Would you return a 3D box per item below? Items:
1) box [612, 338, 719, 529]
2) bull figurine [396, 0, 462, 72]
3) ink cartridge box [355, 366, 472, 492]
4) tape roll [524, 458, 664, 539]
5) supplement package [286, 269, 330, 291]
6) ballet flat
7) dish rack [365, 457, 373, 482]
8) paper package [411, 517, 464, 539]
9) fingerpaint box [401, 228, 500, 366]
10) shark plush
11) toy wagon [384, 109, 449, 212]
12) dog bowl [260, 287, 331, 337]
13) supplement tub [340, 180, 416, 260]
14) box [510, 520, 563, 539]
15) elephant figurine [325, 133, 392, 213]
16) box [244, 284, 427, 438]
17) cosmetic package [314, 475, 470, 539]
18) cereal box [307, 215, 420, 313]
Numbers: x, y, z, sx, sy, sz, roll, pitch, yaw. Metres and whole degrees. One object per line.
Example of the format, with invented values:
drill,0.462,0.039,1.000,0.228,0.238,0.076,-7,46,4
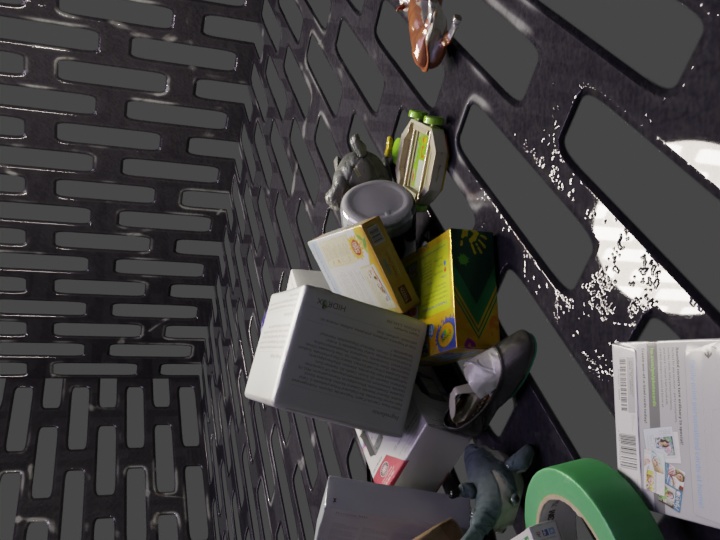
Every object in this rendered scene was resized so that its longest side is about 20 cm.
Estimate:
box,0.298,0.136,0.626,0.200,0.041,0.156,158,112,-70
bull figurine,0.109,-0.420,1.193,0.121,0.065,0.200,119,147,-57
ink cartridge box,0.070,0.239,1.124,0.148,0.085,0.200,-63,25,17
tape roll,0.230,0.289,0.718,0.200,0.048,0.201,170,90,-76
supplement package,-0.108,0.113,1.639,0.121,0.119,0.200,-114,33,-53
ballet flat,0.161,0.154,0.960,0.068,0.068,0.200,-105,27,-46
dish rack,0.068,0.376,1.208,0.200,0.054,0.154,144,125,-64
paper package,0.103,0.458,0.947,0.200,0.103,0.191,58,146,26
fingerpaint box,0.123,0.047,1.075,0.200,0.073,0.167,144,128,-66
shark plush,0.143,0.277,0.868,0.200,0.083,0.091,-52,-25,-53
toy wagon,0.093,-0.193,1.249,0.200,0.039,0.156,-130,47,-63
dog bowl,-0.103,0.137,1.507,0.079,0.200,0.201,-120,38,-60
supplement tub,0.032,-0.039,1.224,0.123,0.122,0.200,-108,11,-46
box,0.196,0.368,0.738,0.144,0.036,0.200,105,153,-59
elephant figurine,-0.002,-0.160,1.393,0.155,0.141,0.200,-51,8,10
box,-0.041,0.134,1.079,0.199,0.200,0.172,164,123,-69
cosmetic package,0.041,0.359,1.040,0.151,0.199,0.052,104,175,-50
cereal box,0.000,0.000,1.138,0.200,0.039,0.144,-9,109,63
